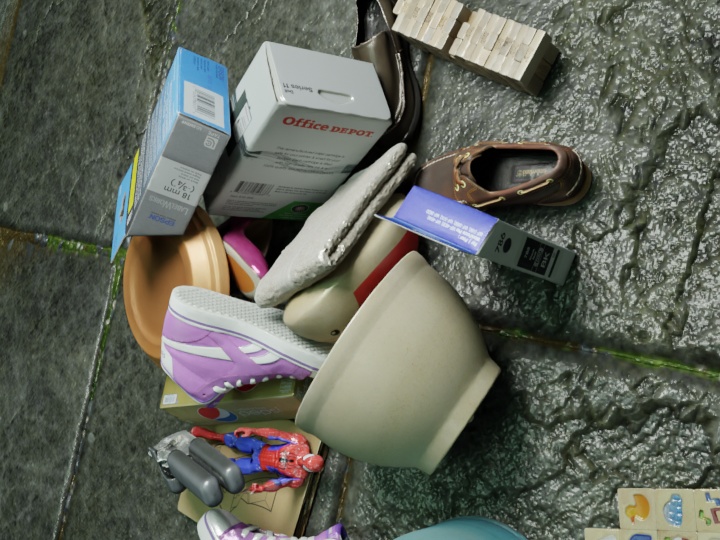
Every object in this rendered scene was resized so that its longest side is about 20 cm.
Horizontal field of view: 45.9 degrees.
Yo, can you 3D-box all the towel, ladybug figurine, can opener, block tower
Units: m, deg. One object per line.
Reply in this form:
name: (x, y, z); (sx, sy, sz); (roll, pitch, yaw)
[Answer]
towel: (-0.025, -0.049, 0.881); (0.132, 0.035, 0.201); (-31, 18, 48)
ladybug figurine: (0.000, 0.000, 0.889); (0.201, 0.072, 0.135); (-51, 14, -27)
can opener: (-0.180, 0.224, 0.938); (0.198, 0.053, 0.068); (10, 120, 58)
block tower: (0.118, -0.245, 0.901); (0.199, 0.057, 0.055); (36, 102, 40)

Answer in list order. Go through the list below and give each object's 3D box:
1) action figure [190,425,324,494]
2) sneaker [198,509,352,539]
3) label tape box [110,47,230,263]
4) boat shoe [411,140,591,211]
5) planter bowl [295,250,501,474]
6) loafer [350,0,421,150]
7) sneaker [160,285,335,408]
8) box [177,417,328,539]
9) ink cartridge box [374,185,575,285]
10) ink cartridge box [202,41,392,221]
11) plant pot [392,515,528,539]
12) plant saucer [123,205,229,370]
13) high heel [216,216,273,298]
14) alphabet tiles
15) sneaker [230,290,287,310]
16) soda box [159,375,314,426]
action figure: (-0.133, 0.207, 0.945); (0.196, 0.098, 0.067); (-4, 78, 35)
sneaker: (-0.072, 0.294, 0.895); (0.199, 0.073, 0.115); (36, 95, 13)
label tape box: (-0.209, -0.118, 0.937); (0.202, 0.062, 0.146); (-57, 28, 31)
boat shoe: (0.128, -0.097, 0.850); (0.197, 0.070, 0.072); (-4, 78, 39)
planter bowl: (0.048, 0.104, 0.805); (0.134, 0.200, 0.203); (35, 103, 11)
loafer: (0.017, -0.234, 0.967); (0.072, 0.071, 0.205); (-19, 68, 33)
sneaker: (-0.116, 0.099, 0.899); (0.196, 0.073, 0.117); (19, 108, 3)
box: (-0.132, 0.243, 1.008); (0.197, 0.021, 0.167); (17, 90, 39)
ink cartridge box: (0.108, -0.032, 0.766); (0.098, 0.198, 0.040); (26, 99, 37)
ink cartridge box: (-0.077, -0.145, 0.937); (0.200, 0.144, 0.085); (-44, 53, 46)
plant pot: (0.055, 0.322, 0.735); (0.197, 0.186, 0.206); (-10, 74, 37)
plant saucer: (-0.220, 0.020, 0.979); (0.197, 0.037, 0.206); (2, 93, 47)
high heel: (-0.115, -0.026, 0.984); (0.199, 0.094, 0.069); (25, 136, 64)
alphabet tiles: (0.277, 0.265, 0.688); (0.196, 0.006, 0.171); (-10, 74, 37)
sneaker: (-0.119, 0.044, 0.998); (0.200, 0.091, 0.076); (-47, 55, 19)
soda box: (-0.134, 0.134, 0.985); (0.196, 0.068, 0.065); (-9, 58, 30)
